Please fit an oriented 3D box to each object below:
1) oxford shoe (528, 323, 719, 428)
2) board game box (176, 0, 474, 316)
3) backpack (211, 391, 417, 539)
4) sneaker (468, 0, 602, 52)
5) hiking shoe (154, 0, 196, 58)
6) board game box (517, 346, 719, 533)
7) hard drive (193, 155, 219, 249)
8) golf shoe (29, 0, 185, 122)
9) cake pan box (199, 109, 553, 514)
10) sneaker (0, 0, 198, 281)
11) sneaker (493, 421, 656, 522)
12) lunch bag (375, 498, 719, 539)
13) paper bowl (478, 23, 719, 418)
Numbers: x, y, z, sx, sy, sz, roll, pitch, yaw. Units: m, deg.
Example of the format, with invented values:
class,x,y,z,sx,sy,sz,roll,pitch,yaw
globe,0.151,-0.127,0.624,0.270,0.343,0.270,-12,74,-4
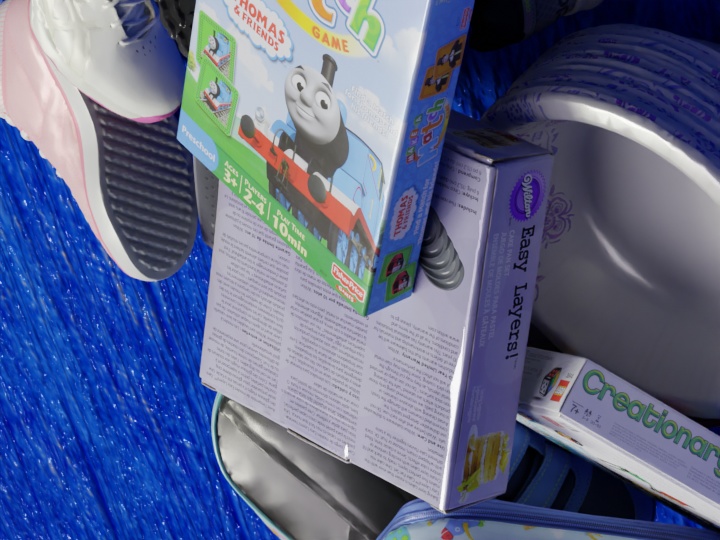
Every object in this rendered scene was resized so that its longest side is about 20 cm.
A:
class,x,y,z,sx,sy,sz,roll,pitch,yaw
oxford shoe,0.158,0.034,1.441,0.199,0.071,0.073,8,128,46
board game box,-0.019,-0.100,1.248,0.151,0.036,0.201,43,139,31
backpack,0.014,0.092,1.558,0.200,0.176,0.153,40,-168,-11
sneaker,0.028,-0.183,1.316,0.200,0.087,0.074,44,150,7
hiking shoe,-0.047,-0.136,1.474,0.076,0.100,0.201,-34,71,46
board game box,0.163,0.100,1.376,0.199,0.035,0.126,30,174,-18
hard drive,-0.039,-0.057,1.596,0.134,0.042,0.201,33,148,20
golf shoe,-0.157,-0.174,1.574,0.091,0.075,0.201,-11,120,51
cake pan box,0.000,0.000,1.344,0.199,0.052,0.186,24,114,41
sneaker,-0.173,-0.088,1.679,0.104,0.075,0.201,-5,109,53
sneaker,0.069,0.102,1.445,0.199,0.074,0.082,27,-171,-7
lunch bag,0.099,0.184,1.430,0.198,0.083,0.161,7,152,-8
paper bowl,0.158,-0.033,1.324,0.200,0.104,0.201,31,146,24
